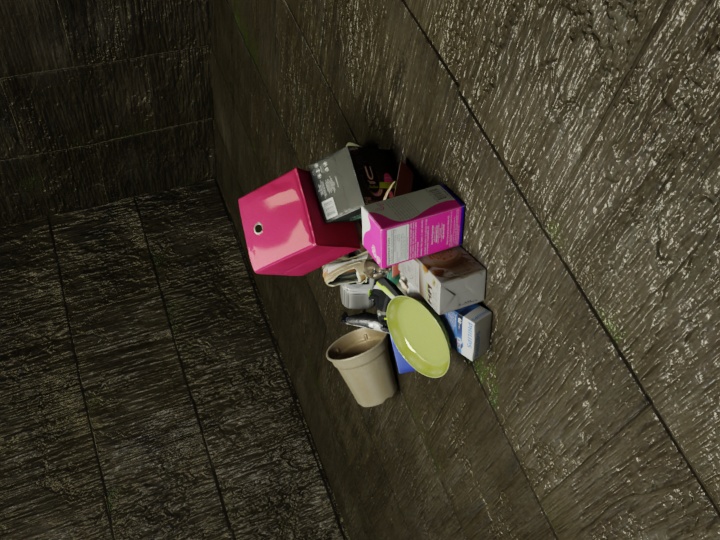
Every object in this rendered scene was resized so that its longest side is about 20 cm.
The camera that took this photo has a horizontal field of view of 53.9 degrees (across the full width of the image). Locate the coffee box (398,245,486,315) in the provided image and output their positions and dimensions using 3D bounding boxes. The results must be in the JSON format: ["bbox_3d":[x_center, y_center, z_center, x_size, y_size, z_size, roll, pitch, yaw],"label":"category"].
[{"bbox_3d":[0.170,-0.003,1.526,0.200,0.112,0.081,-131,31,-51],"label":"coffee box"}]

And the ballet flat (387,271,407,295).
[{"bbox_3d":[0.105,0.039,1.854,0.070,0.067,0.202,40,148,19],"label":"ballet flat"}]

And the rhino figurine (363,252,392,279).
[{"bbox_3d":[0.058,-0.061,1.783,0.087,0.060,0.202,-21,39,38],"label":"rhino figurine"}]

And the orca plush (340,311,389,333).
[{"bbox_3d":[0.047,0.127,1.928,0.105,0.196,0.073,28,-107,-70],"label":"orca plush"}]

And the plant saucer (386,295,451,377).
[{"bbox_3d":[0.135,0.141,1.575,0.199,0.031,0.203,37,142,35],"label":"plant saucer"}]

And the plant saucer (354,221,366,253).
[{"bbox_3d":[0.009,-0.142,1.875,0.200,0.032,0.204,45,-142,-51],"label":"plant saucer"}]

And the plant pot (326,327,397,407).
[{"bbox_3d":[0.020,0.294,2.116,0.200,0.198,0.186,23,137,67],"label":"plant pot"}]

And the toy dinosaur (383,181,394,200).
[{"bbox_3d":[0.054,-0.122,1.649,0.200,0.059,0.108,68,-152,-74],"label":"toy dinosaur"}]

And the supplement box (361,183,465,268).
[{"bbox_3d":[0.110,-0.095,1.497,0.102,0.196,0.105,-127,28,-47],"label":"supplement box"}]

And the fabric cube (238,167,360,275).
[{"bbox_3d":[-0.150,-0.113,1.743,0.197,0.199,0.200,-21,77,31],"label":"fabric cube"}]

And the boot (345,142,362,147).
[{"bbox_3d":[-0.037,-0.260,1.899,0.146,0.071,0.200,-66,12,-6],"label":"boot"}]

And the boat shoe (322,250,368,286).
[{"bbox_3d":[0.000,0.000,1.836,0.075,0.196,0.069,72,-172,-47],"label":"boat shoe"}]

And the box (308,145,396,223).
[{"bbox_3d":[-0.006,-0.206,1.714,0.123,0.199,0.151,-19,86,32],"label":"box"}]

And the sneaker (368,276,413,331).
[{"bbox_3d":[0.084,0.102,1.706,0.071,0.083,0.201,29,-163,-46],"label":"sneaker"}]

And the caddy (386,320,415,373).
[{"bbox_3d":[0.128,0.167,1.795,0.143,0.103,0.202,-104,-1,-48],"label":"caddy"}]

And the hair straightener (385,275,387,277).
[{"bbox_3d":[0.073,-0.017,1.915,0.077,0.040,0.204,-103,14,-60],"label":"hair straightener"}]

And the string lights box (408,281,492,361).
[{"bbox_3d":[0.191,0.099,1.545,0.199,0.058,0.104,33,137,40],"label":"string lights box"}]

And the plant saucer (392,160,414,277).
[{"bbox_3d":[0.100,-0.120,1.647,0.201,0.036,0.203,-78,-11,-54],"label":"plant saucer"}]

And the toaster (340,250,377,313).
[{"bbox_3d":[-0.004,0.019,1.972,0.130,0.111,0.204,87,-175,-67],"label":"toaster"}]

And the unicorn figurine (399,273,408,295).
[{"bbox_3d":[0.134,0.041,1.714,0.137,0.073,0.204,-131,21,-82],"label":"unicorn figurine"}]
